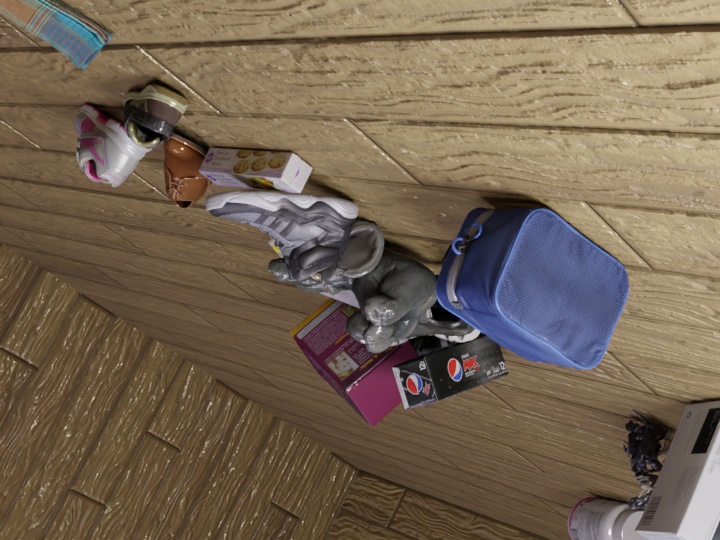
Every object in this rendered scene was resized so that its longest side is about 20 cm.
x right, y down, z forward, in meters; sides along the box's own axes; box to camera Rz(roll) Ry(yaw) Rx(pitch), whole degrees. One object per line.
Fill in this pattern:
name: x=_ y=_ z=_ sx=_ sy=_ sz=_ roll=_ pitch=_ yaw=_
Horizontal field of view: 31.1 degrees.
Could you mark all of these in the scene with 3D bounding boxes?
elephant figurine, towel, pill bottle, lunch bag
elephant figurine: x=0.000 y=0.000 z=1.767 sx=0.200 sy=0.155 sz=0.142 roll=49 pitch=137 yaw=22
towel: x=-0.403 y=-0.317 z=1.568 sx=0.200 sy=0.022 sz=0.147 roll=32 pitch=165 yaw=-17
pill bottle: x=0.536 y=0.545 z=2.732 sx=0.113 sy=0.114 sz=0.200 roll=32 pitch=166 yaw=-18
lunch bag: x=0.180 y=0.016 z=1.440 sx=0.200 sy=0.136 sz=0.132 roll=35 pitch=164 yaw=-27

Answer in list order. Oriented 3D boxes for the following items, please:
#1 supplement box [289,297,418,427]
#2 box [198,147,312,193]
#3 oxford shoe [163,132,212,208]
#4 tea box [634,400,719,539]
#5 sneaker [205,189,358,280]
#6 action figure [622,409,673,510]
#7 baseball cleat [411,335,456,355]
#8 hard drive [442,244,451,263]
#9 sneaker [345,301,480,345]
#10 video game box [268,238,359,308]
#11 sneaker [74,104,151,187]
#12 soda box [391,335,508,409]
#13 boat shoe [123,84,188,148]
supplement box: x=-0.002 y=0.134 z=2.077 sx=0.200 sy=0.131 sz=0.103 roll=41 pitch=167 yaw=50
box: x=-0.141 y=-0.133 z=1.703 sx=0.039 sy=0.042 sz=0.200 roll=36 pitch=165 yaw=-36
oxford shoe: x=-0.249 y=-0.137 z=1.831 sx=0.071 sy=0.071 sz=0.200 roll=26 pitch=165 yaw=9
tea box: x=0.512 y=0.307 z=1.739 sx=0.196 sy=0.200 sz=0.134 roll=29 pitch=166 yaw=-7
sneaker: x=-0.105 y=-0.045 z=1.680 sx=0.199 sy=0.114 sz=0.075 roll=4 pitch=-176 yaw=-3
action figure: x=0.467 y=0.304 z=2.023 sx=0.119 sy=0.102 sz=0.201 roll=-123 pitch=21 yaw=-62
baseball cleat: x=0.133 y=0.117 z=2.069 sx=0.199 sy=0.070 sz=0.107 roll=7 pitch=150 yaw=32
hard drive: x=0.194 y=0.038 z=1.711 sx=0.139 sy=0.033 sz=0.200 roll=21 pitch=165 yaw=24
sneaker: x=0.077 y=0.064 z=1.874 sx=0.199 sy=0.067 sz=0.091 roll=-2 pitch=151 yaw=3
video game box: x=-0.021 y=0.008 z=1.977 sx=0.199 sy=0.047 sz=0.182 roll=20 pitch=167 yaw=24
sneaker: x=-0.374 y=-0.176 z=1.851 sx=0.081 sy=0.088 sz=0.200 roll=35 pitch=177 yaw=-31
soda box: x=0.134 y=0.146 z=1.900 sx=0.063 sy=0.071 sz=0.200 roll=-20 pitch=175 yaw=37
boat shoe: x=-0.279 y=-0.194 z=1.685 sx=0.072 sy=0.066 sz=0.201 roll=29 pitch=167 yaw=-19
